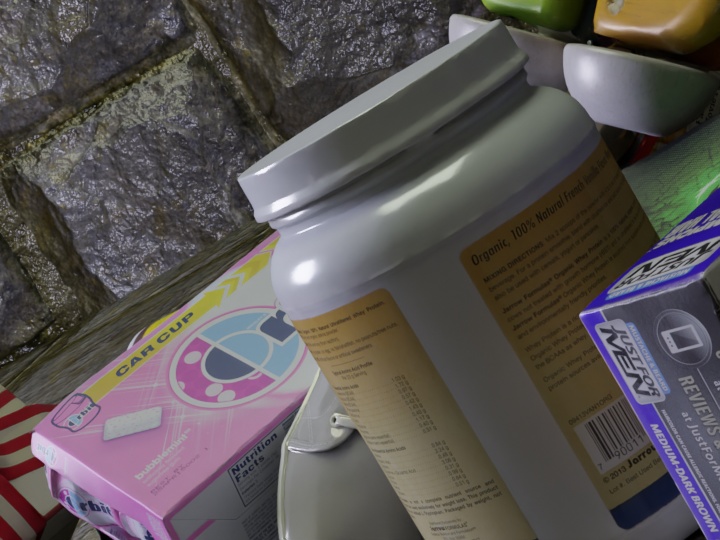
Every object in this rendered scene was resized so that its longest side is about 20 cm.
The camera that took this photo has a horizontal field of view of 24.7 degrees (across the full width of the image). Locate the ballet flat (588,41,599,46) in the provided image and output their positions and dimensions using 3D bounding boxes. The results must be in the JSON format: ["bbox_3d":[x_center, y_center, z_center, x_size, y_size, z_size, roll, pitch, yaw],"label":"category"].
[{"bbox_3d":[0.161,-0.154,1.043,0.066,0.057,0.200,-45,22,23],"label":"ballet flat"}]

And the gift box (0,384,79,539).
[{"bbox_3d":[-0.274,0.141,0.983,0.200,0.184,0.187,-49,-10,-49],"label":"gift box"}]

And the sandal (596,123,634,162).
[{"bbox_3d":[0.112,-0.083,1.052,0.080,0.054,0.200,-56,14,-2],"label":"sandal"}]

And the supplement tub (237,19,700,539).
[{"bbox_3d":[0.053,0.016,0.657,0.144,0.200,0.144,-30,8,5],"label":"supplement tub"}]

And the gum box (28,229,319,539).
[{"bbox_3d":[-0.056,0.066,0.824,0.200,0.066,0.113,-40,41,-25],"label":"gum box"}]

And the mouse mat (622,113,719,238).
[{"bbox_3d":[0.185,-0.031,0.770,0.200,0.008,0.161,-31,32,19],"label":"mouse mat"}]

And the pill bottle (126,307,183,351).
[{"bbox_3d":[-0.072,0.058,1.208,0.200,0.109,0.109,-26,9,31],"label":"pill bottle"}]

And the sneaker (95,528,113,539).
[{"bbox_3d":[-0.118,0.138,0.981,0.071,0.080,0.200,-32,8,-1],"label":"sneaker"}]

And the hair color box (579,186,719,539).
[{"bbox_3d":[0.177,0.006,0.593,0.200,0.109,0.065,-37,10,-39],"label":"hair color box"}]

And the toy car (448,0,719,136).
[{"bbox_3d":[0.155,-0.168,0.911,0.150,0.176,0.200,6,11,-44],"label":"toy car"}]

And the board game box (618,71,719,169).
[{"bbox_3d":[0.166,-0.070,1.057,0.200,0.046,0.151,-60,16,-14],"label":"board game box"}]

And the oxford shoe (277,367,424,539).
[{"bbox_3d":[0.010,0.061,0.742,0.058,0.075,0.200,117,170,-64],"label":"oxford shoe"}]
